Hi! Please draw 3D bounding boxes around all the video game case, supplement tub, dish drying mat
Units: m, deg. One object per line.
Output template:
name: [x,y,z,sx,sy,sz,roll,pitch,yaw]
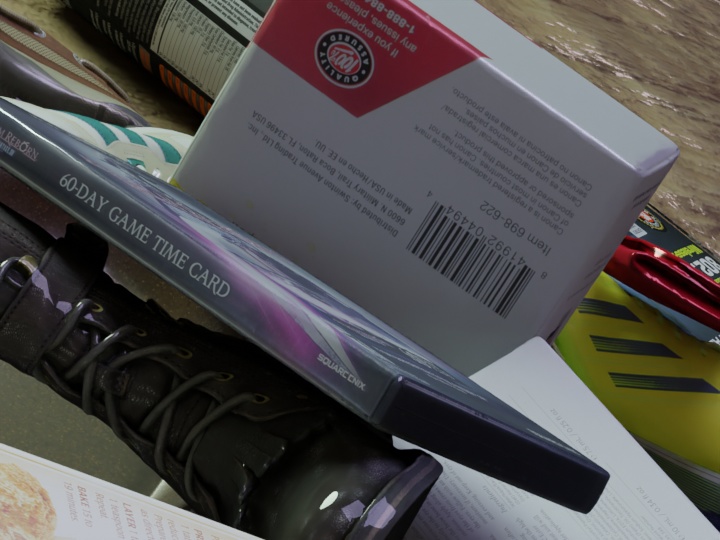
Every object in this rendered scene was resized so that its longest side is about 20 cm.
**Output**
video game case: [-0.029,0.007,0.757,0.199,0.019,0.143,34,3,33]
supplement tub: [-0.054,-0.136,1.240,0.200,0.123,0.122,39,21,15]
dish drying mat: [0.136,0.005,1.079,0.076,0.018,0.200,31,1,-4]

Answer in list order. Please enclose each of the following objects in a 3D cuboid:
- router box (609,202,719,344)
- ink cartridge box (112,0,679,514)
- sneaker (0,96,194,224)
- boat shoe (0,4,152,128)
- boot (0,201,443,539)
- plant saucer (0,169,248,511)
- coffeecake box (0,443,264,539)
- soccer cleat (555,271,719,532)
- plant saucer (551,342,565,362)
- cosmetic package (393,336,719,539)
router box: [0.126,0.019,1.245,0.150,0.062,0.200,40,21,13]
ink cartridge box: [0.000,0.000,0.904,0.145,0.201,0.083,36,17,9]
sneaker: [-0.108,-0.024,0.953,0.198,0.071,0.093,15,9,-30]
boat shoe: [-0.170,-0.083,1.033,0.199,0.076,0.072,36,14,-21]
boot: [-0.071,0.032,0.713,0.173,0.070,0.200,33,1,-10]
plant saucer: [-0.133,0.025,0.816,0.199,0.032,0.201,14,41,-13]
coffeecake box: [-0.092,0.123,0.552,0.199,0.154,0.073,23,23,-26]
soccer cleat: [0.137,0.052,1.072,0.201,0.084,0.065,52,3,-18]
plant saucer: [0.025,-0.007,1.030,0.201,0.048,0.200,61,-2,0]
cosmetic package: [0.052,0.131,0.778,0.150,0.052,0.200,-26,51,-18]
